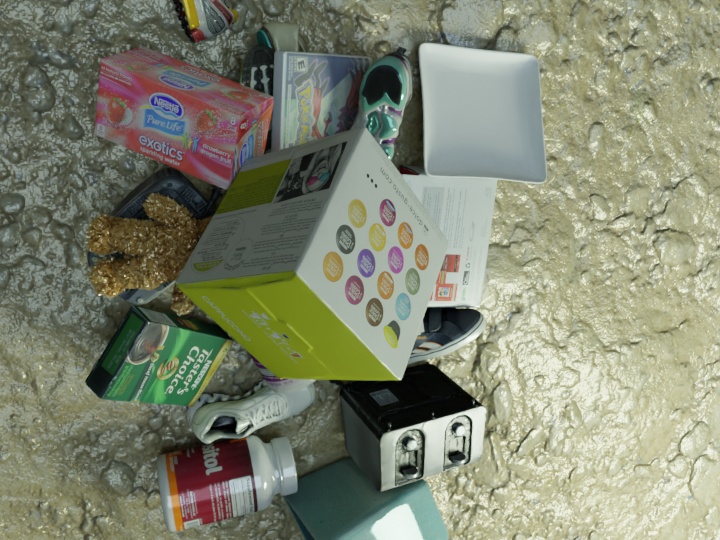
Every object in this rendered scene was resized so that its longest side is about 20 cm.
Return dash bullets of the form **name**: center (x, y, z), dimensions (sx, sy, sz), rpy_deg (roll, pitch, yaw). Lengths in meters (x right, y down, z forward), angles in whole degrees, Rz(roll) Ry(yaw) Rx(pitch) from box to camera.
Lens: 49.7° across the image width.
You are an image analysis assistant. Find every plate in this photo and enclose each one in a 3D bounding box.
- **plate**: center (0.176, -0.227, 1.145), dimensions (0.197, 0.032, 0.203), rpy_deg (1, 80, -17)

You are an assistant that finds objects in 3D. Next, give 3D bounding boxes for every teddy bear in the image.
- **teddy bear**: center (-0.233, -0.022, 0.941), dimensions (0.197, 0.067, 0.147), rpy_deg (13, 89, -14)

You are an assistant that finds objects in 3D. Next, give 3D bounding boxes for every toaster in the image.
- **toaster**: center (-0.270, -0.058, 1.034), dimensions (0.200, 0.129, 0.114), rpy_deg (-45, 114, 0)
- **toaster**: center (0.070, 0.233, 1.199), dimensions (0.178, 0.200, 0.120), rpy_deg (-10, 111, -22)

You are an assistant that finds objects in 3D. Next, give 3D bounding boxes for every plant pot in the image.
- **plant pot**: center (0.022, 0.409, 1.231), dimensions (0.198, 0.196, 0.198), rpy_deg (-28, 112, -16)

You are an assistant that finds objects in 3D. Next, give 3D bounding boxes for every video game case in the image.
- **video game case**: center (-0.052, -0.194, 1.070), dimensions (0.181, 0.023, 0.203), rpy_deg (-14, 113, -49)

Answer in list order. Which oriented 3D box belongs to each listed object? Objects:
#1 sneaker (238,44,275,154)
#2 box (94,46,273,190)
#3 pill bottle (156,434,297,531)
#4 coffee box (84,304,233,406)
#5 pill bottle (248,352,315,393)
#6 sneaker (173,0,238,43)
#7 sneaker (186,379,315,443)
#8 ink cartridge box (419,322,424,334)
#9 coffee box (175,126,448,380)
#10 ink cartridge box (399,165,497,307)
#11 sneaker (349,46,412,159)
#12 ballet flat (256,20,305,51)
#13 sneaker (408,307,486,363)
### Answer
- **sneaker**: center (-0.144, -0.201, 1.051), dimensions (0.076, 0.088, 0.203), rpy_deg (-13, 113, -34)
- **box**: center (-0.220, -0.194, 0.970), dimensions (0.198, 0.095, 0.104), rpy_deg (24, 121, 10)
- **pill bottle**: center (-0.200, 0.314, 1.171), dimensions (0.197, 0.113, 0.115), rpy_deg (-10, 108, -15)
- **coffee box**: center (-0.269, 0.123, 1.071), dimensions (0.124, 0.044, 0.200), rpy_deg (-57, 153, 2)
- **pill bottle**: center (-0.126, 0.067, 1.123), dimensions (0.111, 0.112, 0.202), rpy_deg (-29, 112, -7)
- **sneaker**: center (-0.210, -0.402, 0.991), dimensions (0.081, 0.078, 0.202), rpy_deg (-20, 119, -15)
- **sneaker**: center (-0.159, 0.215, 1.173), dimensions (0.197, 0.081, 0.076), rpy_deg (-14, 107, -14)
- **ink cartridge box**: center (0.000, 0.000, 1.089), dimensions (0.087, 0.144, 0.203), rpy_deg (-11, 92, -46)
- **coffee box**: center (-0.049, -0.007, 0.892), dimensions (0.200, 0.198, 0.199), rpy_deg (48, 52, -35)
- **ink cartridge box**: center (0.101, -0.052, 1.174), dimensions (0.173, 0.084, 0.203), rpy_deg (2, 104, -19)
- **sneaker**: center (0.031, -0.215, 1.093), dimensions (0.077, 0.140, 0.202), rpy_deg (24, 123, 1)
- **ballet flat**: center (-0.090, -0.243, 1.076), dimensions (0.069, 0.069, 0.203), rpy_deg (-14, 109, -13)
- **sneaker**: center (0.089, 0.090, 1.190), dimensions (0.198, 0.079, 0.080), rpy_deg (-22, 112, 14)
